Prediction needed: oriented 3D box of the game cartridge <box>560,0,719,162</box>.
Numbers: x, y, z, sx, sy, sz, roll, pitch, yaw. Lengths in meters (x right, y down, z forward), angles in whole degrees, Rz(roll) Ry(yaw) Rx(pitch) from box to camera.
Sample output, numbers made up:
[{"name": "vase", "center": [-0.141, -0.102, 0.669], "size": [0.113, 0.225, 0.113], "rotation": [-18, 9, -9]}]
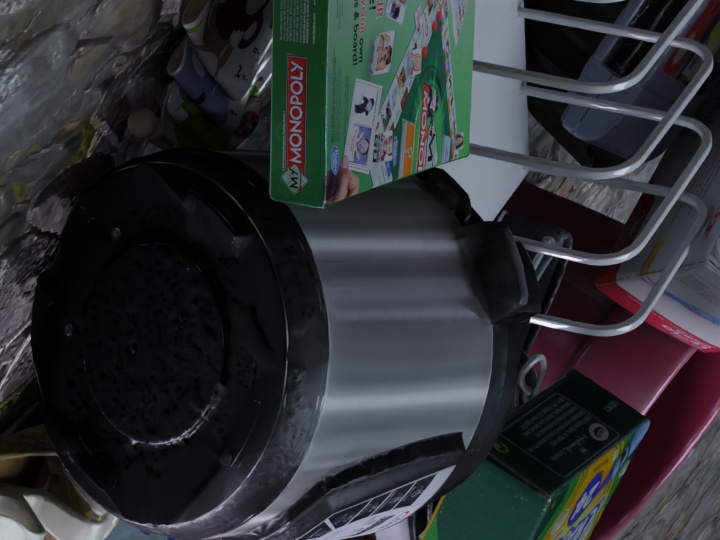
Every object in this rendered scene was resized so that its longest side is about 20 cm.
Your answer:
[{"name": "game cartridge", "center": [0.186, -0.147, 1.494], "size": [0.200, 0.041, 0.133], "rotation": [-55, 166, 8]}]

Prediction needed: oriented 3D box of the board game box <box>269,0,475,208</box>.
[{"name": "board game box", "center": [0.009, -0.136, 1.189], "size": [0.135, 0.029, 0.200], "rotation": [-22, 117, -59]}]

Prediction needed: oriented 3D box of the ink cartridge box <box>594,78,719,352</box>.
[{"name": "ink cartridge box", "center": [0.217, -0.037, 1.494], "size": [0.148, 0.086, 0.200], "rotation": [-59, -170, -8]}]

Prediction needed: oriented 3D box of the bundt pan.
[{"name": "bundt pan", "center": [0.162, -0.155, 1.595], "size": [0.202, 0.076, 0.202], "rotation": [-45, 161, -20]}]

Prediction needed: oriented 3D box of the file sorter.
[{"name": "file sorter", "center": [0.095, -0.086, 1.348], "size": [0.139, 0.124, 0.200], "rotation": [-51, 146, -46]}]

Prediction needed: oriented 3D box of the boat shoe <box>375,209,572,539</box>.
[{"name": "boat shoe", "center": [0.060, 0.056, 1.419], "size": [0.074, 0.068, 0.199], "rotation": [88, 19, -50]}]

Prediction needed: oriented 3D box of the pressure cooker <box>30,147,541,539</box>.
[{"name": "pressure cooker", "center": [-0.024, 0.030, 1.271], "size": [0.200, 0.176, 0.179], "rotation": [0, 113, -50]}]

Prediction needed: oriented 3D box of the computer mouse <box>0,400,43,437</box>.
[{"name": "computer mouse", "center": [-0.131, 0.080, 1.368], "size": [0.200, 0.044, 0.110], "rotation": [-47, 162, -19]}]

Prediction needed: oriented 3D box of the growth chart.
[{"name": "growth chart", "center": [-0.035, -0.129, 1.258], "size": [0.200, 0.018, 0.145], "rotation": [-56, 161, 6]}]

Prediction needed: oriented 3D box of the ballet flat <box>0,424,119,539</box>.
[{"name": "ballet flat", "center": [-0.153, 0.106, 1.258], "size": [0.200, 0.071, 0.071], "rotation": [4, 122, -53]}]

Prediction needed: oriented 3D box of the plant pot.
[{"name": "plant pot", "center": [0.120, 0.042, 1.697], "size": [0.200, 0.179, 0.200], "rotation": [-45, 160, -21]}]

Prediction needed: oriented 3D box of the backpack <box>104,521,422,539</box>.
[{"name": "backpack", "center": [-0.053, 0.146, 1.476], "size": [0.200, 0.177, 0.151], "rotation": [45, 59, -68]}]

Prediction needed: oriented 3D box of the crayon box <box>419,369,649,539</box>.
[{"name": "crayon box", "center": [0.060, 0.157, 1.389], "size": [0.126, 0.052, 0.200], "rotation": [-28, 148, -58]}]
